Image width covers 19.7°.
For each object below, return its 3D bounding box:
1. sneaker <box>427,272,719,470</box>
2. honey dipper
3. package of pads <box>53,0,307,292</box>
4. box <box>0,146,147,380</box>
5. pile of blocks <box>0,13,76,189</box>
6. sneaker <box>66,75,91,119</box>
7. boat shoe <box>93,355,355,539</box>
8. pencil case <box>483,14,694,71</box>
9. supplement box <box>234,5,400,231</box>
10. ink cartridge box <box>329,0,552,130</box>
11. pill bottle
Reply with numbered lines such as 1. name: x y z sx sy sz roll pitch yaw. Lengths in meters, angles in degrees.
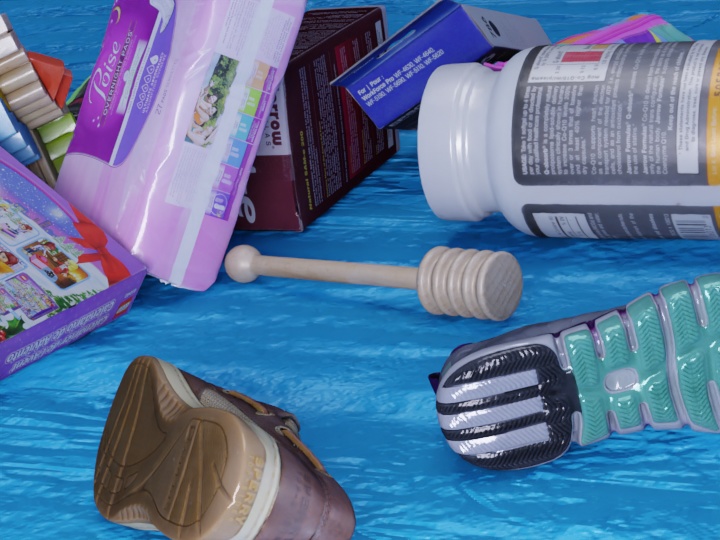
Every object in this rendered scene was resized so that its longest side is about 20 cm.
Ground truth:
1. sneaker: 0.128 0.035 0.936 0.200 0.074 0.088 -8 12 -4
2. honey dipper: 0.000 0.000 1.151 0.200 0.038 0.038 7 21 41
3. package of pads: -0.111 -0.096 1.232 0.076 0.200 0.120 17 1 -39
4. box: -0.234 -0.027 1.136 0.200 0.039 0.137 39 34 15
5. pile of blocks: -0.194 -0.089 1.263 0.062 0.082 0.200 -25 -25 2
6. sneaker: -0.192 -0.091 1.470 0.200 0.077 0.084 -30 34 -32
7. boat shoe: -0.058 0.084 0.874 0.072 0.072 0.200 20 -5 -23
8. pencil case: 0.150 -0.120 1.409 0.088 0.088 0.200 8 22 39
9. supplement box: -0.036 -0.105 1.379 0.061 0.109 0.200 0 17 20
10. ink cartridge box: 0.061 -0.135 1.407 0.099 0.039 0.200 -35 -11 21
11. pill bottle: 0.142 -0.076 1.211 0.200 0.116 0.116 2 19 22
